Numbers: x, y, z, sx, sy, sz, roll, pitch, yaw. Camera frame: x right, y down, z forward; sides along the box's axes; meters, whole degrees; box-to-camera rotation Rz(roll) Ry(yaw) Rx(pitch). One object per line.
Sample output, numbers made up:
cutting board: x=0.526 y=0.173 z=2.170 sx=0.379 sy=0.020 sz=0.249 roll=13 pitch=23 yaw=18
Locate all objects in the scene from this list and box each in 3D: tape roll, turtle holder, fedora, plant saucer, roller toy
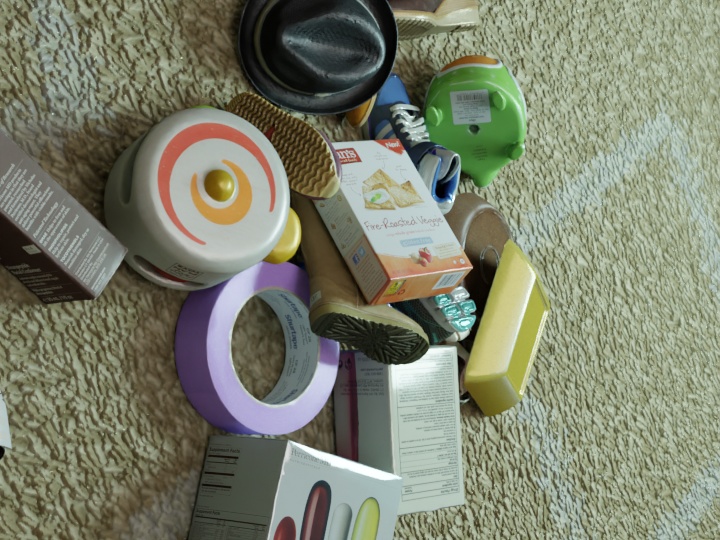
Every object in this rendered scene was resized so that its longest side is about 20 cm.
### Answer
tape roll: x=-0.118 y=0.090 z=1.670 sx=0.199 sy=0.065 sz=0.202 roll=6 pitch=82 yaw=-43
turtle holder: x=0.164 y=-0.202 z=1.909 sx=0.186 sy=0.140 sz=0.132 roll=46 pitch=31 yaw=-27
fedora: x=-0.042 y=-0.271 z=1.700 sx=0.198 sy=0.092 sz=0.203 roll=-4 pitch=103 yaw=-16
plant saucer: x=0.203 y=0.085 z=1.903 sx=0.200 sy=0.048 sz=0.202 roll=52 pitch=54 yaw=-66
plant saucer: x=0.164 y=-0.006 z=1.933 sx=0.200 sy=0.034 sz=0.203 roll=10 pitch=78 yaw=-56
roller toy: x=-0.174 y=-0.075 z=1.556 sx=0.182 sy=0.139 sz=0.201 roll=-28 pitch=93 yaw=-31

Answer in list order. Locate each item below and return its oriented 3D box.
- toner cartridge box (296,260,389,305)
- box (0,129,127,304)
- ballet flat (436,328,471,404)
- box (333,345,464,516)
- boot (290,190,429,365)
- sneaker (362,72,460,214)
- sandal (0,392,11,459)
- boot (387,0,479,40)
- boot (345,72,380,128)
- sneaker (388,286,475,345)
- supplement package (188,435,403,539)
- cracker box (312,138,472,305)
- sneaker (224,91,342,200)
toner cartridge box: x=0.012 y=0.015 z=1.812 sx=0.199 sy=0.043 sz=0.096 roll=-14 pitch=95 yaw=-43
box: x=-0.343 y=-0.054 z=1.448 sx=0.200 sy=0.100 sz=0.075 roll=47 pitch=57 yaw=-29
ballet flat: x=0.116 y=0.089 z=1.847 sx=0.072 sy=0.072 sz=0.202 roll=-35 pitch=128 yaw=-39
box: x=0.047 y=0.196 z=1.783 sx=0.127 sy=0.108 sz=0.202 roll=0 pitch=86 yaw=-43
boot: x=0.000 y=0.000 z=1.709 sx=0.174 sy=0.066 sz=0.201 roll=25 pitch=40 yaw=-35
sneaker: x=0.077 y=-0.161 z=1.817 sx=0.080 sy=0.146 sz=0.202 roll=3 pitch=85 yaw=-42
sandal: x=-0.381 y=0.180 z=1.419 sx=0.079 sy=0.059 sz=0.209 roll=3 pitch=84 yaw=-43
boot: x=0.069 y=-0.396 z=1.902 sx=0.199 sy=0.072 sz=0.168 roll=-10 pitch=81 yaw=-42
boot: x=-0.047 y=-0.286 z=1.779 sx=0.143 sy=0.071 sz=0.204 roll=6 pitch=89 yaw=-31
sneaker: x=0.055 y=0.007 z=1.772 sx=0.077 sy=0.091 sz=0.201 roll=-16 pitch=70 yaw=-45
supplement package: x=-0.079 y=0.309 z=1.631 sx=0.190 sy=0.146 sz=0.202 roll=22 pitch=72 yaw=-39
cracker box: x=0.028 y=-0.061 z=1.696 sx=0.133 sy=0.058 sz=0.201 roll=-8 pitch=59 yaw=-40
sneaker: x=-0.075 y=-0.135 z=1.647 sx=0.075 sy=0.200 sz=0.090 roll=-50 pitch=143 yaw=3
